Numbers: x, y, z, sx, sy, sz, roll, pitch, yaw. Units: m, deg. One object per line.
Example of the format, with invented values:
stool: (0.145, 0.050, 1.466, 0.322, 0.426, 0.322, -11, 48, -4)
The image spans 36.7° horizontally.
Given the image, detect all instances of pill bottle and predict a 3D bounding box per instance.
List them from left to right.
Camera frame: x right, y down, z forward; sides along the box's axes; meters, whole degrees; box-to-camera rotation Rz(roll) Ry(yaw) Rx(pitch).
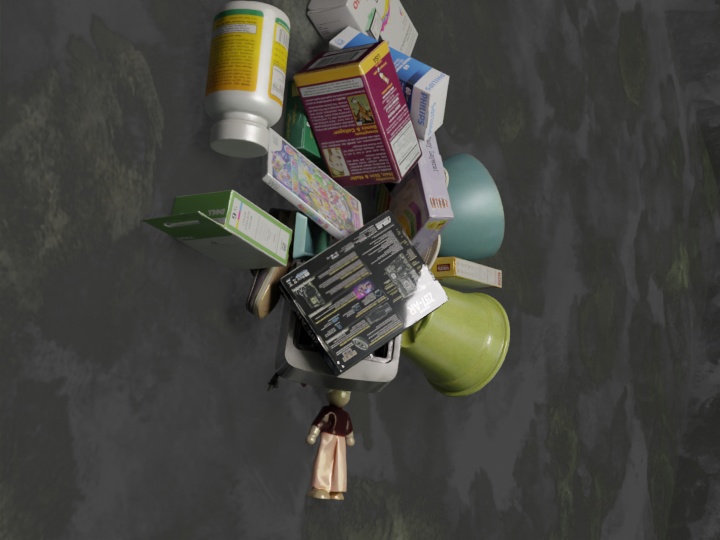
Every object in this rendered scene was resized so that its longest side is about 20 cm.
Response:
pill bottle: (-0.163, -0.269, 1.546, 0.112, 0.112, 0.202, 22, 69, -55)

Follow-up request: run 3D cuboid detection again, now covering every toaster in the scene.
toaster: (-0.033, 0.091, 1.632, 0.119, 0.179, 0.202, 127, -28, -73)

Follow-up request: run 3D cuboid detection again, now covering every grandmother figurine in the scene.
grandmother figurine: (-0.043, 0.265, 1.749, 0.121, 0.060, 0.202, 25, 69, -64)

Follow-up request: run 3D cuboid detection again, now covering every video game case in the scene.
video game case: (-0.071, -0.120, 1.651, 0.199, 0.018, 0.144, 38, 25, -26)

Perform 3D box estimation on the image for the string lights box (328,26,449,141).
string lights box: (0.042, -0.303, 1.762, 0.059, 0.199, 0.103, -46, 156, -34)

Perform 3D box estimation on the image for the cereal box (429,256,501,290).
cereal box: (0.158, 0.009, 2.014, 0.199, 0.143, 0.040, 13, 75, -58)

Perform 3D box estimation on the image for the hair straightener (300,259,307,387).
hair straightener: (-0.069, 0.080, 1.717, 0.041, 0.076, 0.202, 143, -59, -77)

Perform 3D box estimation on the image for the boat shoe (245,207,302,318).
boat shoe: (-0.138, -0.015, 1.611, 0.072, 0.064, 0.201, 93, 13, -52)

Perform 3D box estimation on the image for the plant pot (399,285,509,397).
plant pot: (0.135, 0.104, 1.950, 0.184, 0.199, 0.202, 29, 63, -40)

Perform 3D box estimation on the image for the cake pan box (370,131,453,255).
cake pan box: (0.082, -0.129, 1.830, 0.052, 0.184, 0.202, 2, 63, -25)

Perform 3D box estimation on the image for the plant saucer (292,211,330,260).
plant saucer: (-0.073, -0.050, 1.687, 0.200, 0.019, 0.071, 6, 89, -80)

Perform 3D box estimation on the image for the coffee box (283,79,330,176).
coffee box: (-0.053, -0.226, 1.785, 0.199, 0.044, 0.124, 20, 70, -56)

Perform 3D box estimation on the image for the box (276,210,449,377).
box: (0.004, 0.032, 1.569, 0.199, 0.044, 0.161, -33, 84, -17)

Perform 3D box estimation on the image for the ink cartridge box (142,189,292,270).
ink cartridge box: (-0.193, -0.063, 1.489, 0.200, 0.103, 0.060, 33, 60, -52)

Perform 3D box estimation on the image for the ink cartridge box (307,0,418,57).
ink cartridge box: (0.007, -0.424, 1.861, 0.200, 0.083, 0.146, 52, 46, -42)

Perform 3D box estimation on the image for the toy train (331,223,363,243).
toy train: (0.000, 0.000, 1.782, 0.150, 0.055, 0.202, -6, 82, -59)

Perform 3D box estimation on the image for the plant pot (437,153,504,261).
plant pot: (0.153, -0.101, 2.002, 0.134, 0.200, 0.202, -19, 106, -24)

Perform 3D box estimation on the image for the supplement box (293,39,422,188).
supplement box: (-0.001, -0.242, 1.706, 0.103, 0.130, 0.202, -50, 129, -47)

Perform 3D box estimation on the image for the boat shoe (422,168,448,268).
boat shoe: (0.109, -0.090, 1.901, 0.059, 0.071, 0.202, 9, 94, -73)
